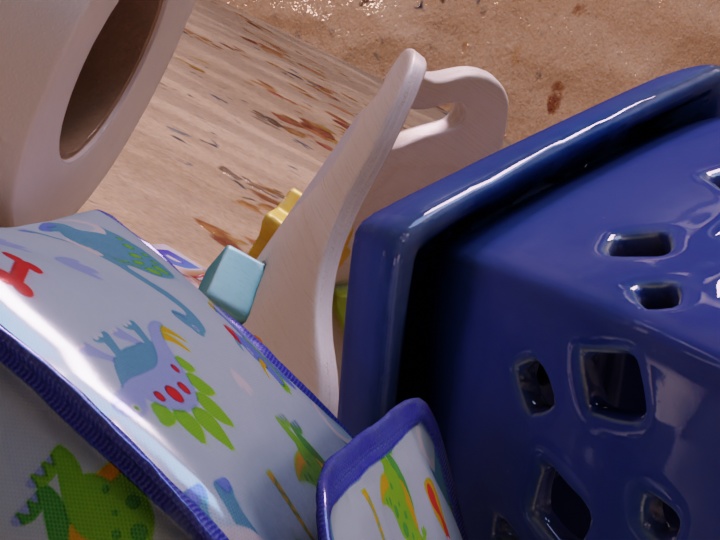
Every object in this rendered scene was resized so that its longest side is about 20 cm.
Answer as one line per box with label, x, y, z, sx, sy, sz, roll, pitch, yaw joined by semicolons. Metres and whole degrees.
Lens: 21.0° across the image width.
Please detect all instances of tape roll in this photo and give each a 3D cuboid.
tape roll;-0.172;-0.131;0.925;0.138;0.204;0.203;28;10;5

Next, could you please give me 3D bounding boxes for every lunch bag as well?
lunch bag;-0.040;0.082;0.452;0.200;0.128;0.170;41;9;6

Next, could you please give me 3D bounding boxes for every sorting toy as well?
sorting toy;0.000;0.000;0.773;0.106;0.181;0.200;30;10;18

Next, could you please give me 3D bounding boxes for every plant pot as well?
plant pot;0.102;0.055;0.583;0.179;0.202;0.199;25;35;34

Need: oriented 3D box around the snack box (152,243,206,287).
snack box;-0.112;0.012;0.869;0.071;0.025;0.200;29;10;19
